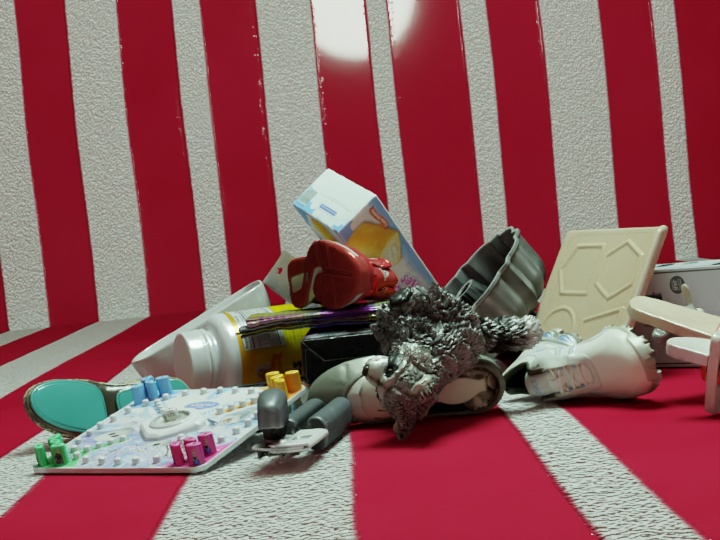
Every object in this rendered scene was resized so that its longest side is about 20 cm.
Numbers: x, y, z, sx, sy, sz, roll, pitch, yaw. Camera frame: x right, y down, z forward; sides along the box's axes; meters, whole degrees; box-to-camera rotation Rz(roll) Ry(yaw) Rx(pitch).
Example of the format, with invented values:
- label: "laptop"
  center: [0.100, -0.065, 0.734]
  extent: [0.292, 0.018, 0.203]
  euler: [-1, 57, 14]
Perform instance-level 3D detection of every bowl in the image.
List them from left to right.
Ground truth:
- label: "bowl"
  center: [-0.198, 0.096, 1.744]
  extent: [0.199, 0.075, 0.200]
  euler: [-32, 6, -8]

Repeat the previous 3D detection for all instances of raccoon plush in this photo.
- label: "raccoon plush"
  center: [0.095, 0.085, 1.249]
  extent: [0.199, 0.097, 0.134]
  euler: [-7, 41, -9]

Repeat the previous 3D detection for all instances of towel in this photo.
- label: "towel"
  center: [-0.037, 0.053, 1.482]
  extent: [0.198, 0.023, 0.144]
  euler: [-6, 0, 0]

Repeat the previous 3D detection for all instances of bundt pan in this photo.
- label: "bundt pan"
  center: [0.155, 0.047, 1.645]
  extent: [0.202, 0.076, 0.202]
  euler: [-49, 8, 10]

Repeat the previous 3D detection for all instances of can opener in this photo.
- label: "can opener"
  center: [-0.051, 0.130, 1.214]
  extent: [0.053, 0.067, 0.200]
  euler: [-5, 4, 12]

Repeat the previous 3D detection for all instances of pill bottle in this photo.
- label: "pill bottle"
  center: [-0.119, 0.100, 1.595]
  extent: [0.199, 0.110, 0.109]
  euler: [-7, 3, -25]

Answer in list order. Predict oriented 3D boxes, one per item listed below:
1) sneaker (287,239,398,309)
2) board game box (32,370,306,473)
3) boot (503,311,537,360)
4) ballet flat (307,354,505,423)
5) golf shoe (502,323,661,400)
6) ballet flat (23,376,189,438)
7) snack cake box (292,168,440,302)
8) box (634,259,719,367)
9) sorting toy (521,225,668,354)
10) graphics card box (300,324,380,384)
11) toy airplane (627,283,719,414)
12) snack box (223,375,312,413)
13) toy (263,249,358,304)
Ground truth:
- label: "sneaker"
  center: [0.000, 0.000, 1.474]
  extent: [0.115, 0.079, 0.200]
  euler: [-7, 3, -23]
- label: "board game box"
  center: [-0.183, 0.143, 1.283]
  extent: [0.199, 0.026, 0.200]
  euler: [-4, 14, 28]
- label: "boot"
  center: [0.242, 0.075, 1.794]
  extent: [0.173, 0.070, 0.199]
  euler: [-6, 2, -36]
- label: "ballet flat"
  center: [0.047, 0.118, 1.319]
  extent: [0.198, 0.068, 0.064]
  euler: [-6, 9, -5]
- label: "golf shoe"
  center: [0.216, 0.106, 1.327]
  extent: [0.097, 0.079, 0.200]
  euler: [-26, 5, -24]
- label: "ballet flat"
  center: [-0.280, 0.154, 1.445]
  extent: [0.199, 0.068, 0.075]
  euler: [-1, -23, -37]
- label: "snack cake box"
  center: [0.014, -0.021, 1.631]
  extent: [0.067, 0.200, 0.115]
  euler: [-45, 37, -10]
- label: "box"
  center: [0.396, 0.047, 1.496]
  extent: [0.199, 0.118, 0.060]
  euler: [-3, 4, 38]
- label: "sorting toy"
  center: [0.266, 0.040, 1.518]
  extent: [0.036, 0.186, 0.200]
  euler: [27, -13, -22]
- label: "graphics card box"
  center: [0.002, 0.086, 1.457]
  extent: [0.125, 0.051, 0.200]
  euler: [-5, 2, 2]
- label: "toy airplane"
  center: [0.367, 0.066, 1.228]
  extent: [0.198, 0.142, 0.201]
  euler: [-16, 39, 2]
- label: "snack box"
  center: [-0.055, 0.136, 1.434]
  extent: [0.199, 0.037, 0.116]
  euler: [-7, 3, -23]
- label: "toy"
  center: [-0.020, 0.042, 1.672]
  extent: [0.047, 0.200, 0.115]
  euler: [-51, 1, -29]
